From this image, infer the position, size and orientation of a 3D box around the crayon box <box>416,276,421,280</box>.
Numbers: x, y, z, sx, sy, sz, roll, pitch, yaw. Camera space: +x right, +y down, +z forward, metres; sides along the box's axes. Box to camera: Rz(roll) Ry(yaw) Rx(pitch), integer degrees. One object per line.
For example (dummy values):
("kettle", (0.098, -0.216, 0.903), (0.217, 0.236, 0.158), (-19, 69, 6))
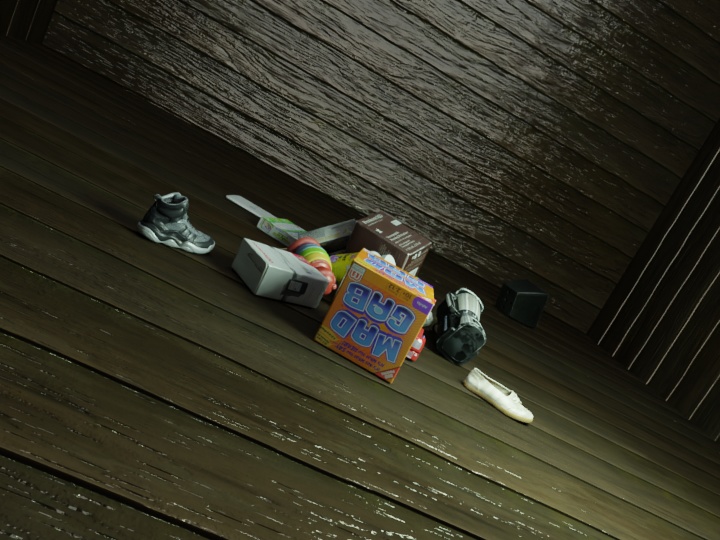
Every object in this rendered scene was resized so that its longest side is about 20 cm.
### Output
("crayon box", (0.121, 0.047, 1.942), (0.058, 0.120, 0.200), (17, 17, -43))

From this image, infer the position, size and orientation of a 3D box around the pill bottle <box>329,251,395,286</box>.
("pill bottle", (0.000, 0.000, 1.656), (0.197, 0.106, 0.104), (-5, -7, 31))

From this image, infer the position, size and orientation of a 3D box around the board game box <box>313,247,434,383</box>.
("board game box", (0.037, 0.094, 1.322), (0.198, 0.202, 0.200), (28, 11, 1))

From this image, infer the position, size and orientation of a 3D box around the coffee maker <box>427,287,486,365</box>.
("coffee maker", (0.285, 0.182, 1.705), (0.133, 0.194, 0.201), (21, 29, -2))

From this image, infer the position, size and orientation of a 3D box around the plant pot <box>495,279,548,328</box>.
("plant pot", (0.828, 0.164, 3.017), (0.175, 0.203, 0.200), (8, 19, -24))

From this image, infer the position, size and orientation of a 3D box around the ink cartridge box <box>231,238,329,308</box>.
("ink cartridge box", (-0.199, 0.008, 1.422), (0.198, 0.084, 0.145), (17, 16, -44))

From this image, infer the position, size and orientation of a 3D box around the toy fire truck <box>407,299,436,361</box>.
("toy fire truck", (0.154, 0.145, 1.537), (0.048, 0.143, 0.200), (27, 11, -3))

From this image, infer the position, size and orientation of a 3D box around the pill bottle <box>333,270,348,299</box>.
("pill bottle", (0.032, 0.089, 1.563), (0.198, 0.111, 0.110), (29, 11, 2))

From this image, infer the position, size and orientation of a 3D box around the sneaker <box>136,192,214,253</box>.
("sneaker", (-0.412, -0.113, 1.350), (0.198, 0.115, 0.075), (16, 16, -47))

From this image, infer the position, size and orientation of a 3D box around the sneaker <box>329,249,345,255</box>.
("sneaker", (-0.048, -0.038, 1.952), (0.077, 0.087, 0.199), (14, 10, -38))

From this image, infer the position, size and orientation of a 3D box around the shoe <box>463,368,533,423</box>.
("shoe", (0.362, 0.324, 1.488), (0.198, 0.054, 0.070), (31, 12, 10))

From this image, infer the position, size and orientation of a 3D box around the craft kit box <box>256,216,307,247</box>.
("craft kit box", (-0.232, -0.119, 2.001), (0.196, 0.049, 0.200), (35, 12, 15))

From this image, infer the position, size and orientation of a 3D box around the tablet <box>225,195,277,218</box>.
("tablet", (-0.399, -0.231, 2.156), (0.198, 0.014, 0.130), (30, 12, 7))

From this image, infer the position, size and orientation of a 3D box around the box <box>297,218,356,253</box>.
("box", (-0.081, -0.103, 1.851), (0.197, 0.049, 0.158), (-14, -11, 16))

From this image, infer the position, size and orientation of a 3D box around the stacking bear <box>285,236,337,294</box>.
("stacking bear", (-0.128, -0.001, 1.593), (0.120, 0.115, 0.200), (21, 18, -33))

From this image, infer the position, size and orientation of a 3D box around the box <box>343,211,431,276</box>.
("box", (0.077, -0.050, 1.757), (0.199, 0.166, 0.165), (33, 30, 19))

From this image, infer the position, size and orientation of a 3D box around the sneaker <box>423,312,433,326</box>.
("sneaker", (0.133, 0.144, 1.718), (0.197, 0.077, 0.116), (18, 22, -13))
